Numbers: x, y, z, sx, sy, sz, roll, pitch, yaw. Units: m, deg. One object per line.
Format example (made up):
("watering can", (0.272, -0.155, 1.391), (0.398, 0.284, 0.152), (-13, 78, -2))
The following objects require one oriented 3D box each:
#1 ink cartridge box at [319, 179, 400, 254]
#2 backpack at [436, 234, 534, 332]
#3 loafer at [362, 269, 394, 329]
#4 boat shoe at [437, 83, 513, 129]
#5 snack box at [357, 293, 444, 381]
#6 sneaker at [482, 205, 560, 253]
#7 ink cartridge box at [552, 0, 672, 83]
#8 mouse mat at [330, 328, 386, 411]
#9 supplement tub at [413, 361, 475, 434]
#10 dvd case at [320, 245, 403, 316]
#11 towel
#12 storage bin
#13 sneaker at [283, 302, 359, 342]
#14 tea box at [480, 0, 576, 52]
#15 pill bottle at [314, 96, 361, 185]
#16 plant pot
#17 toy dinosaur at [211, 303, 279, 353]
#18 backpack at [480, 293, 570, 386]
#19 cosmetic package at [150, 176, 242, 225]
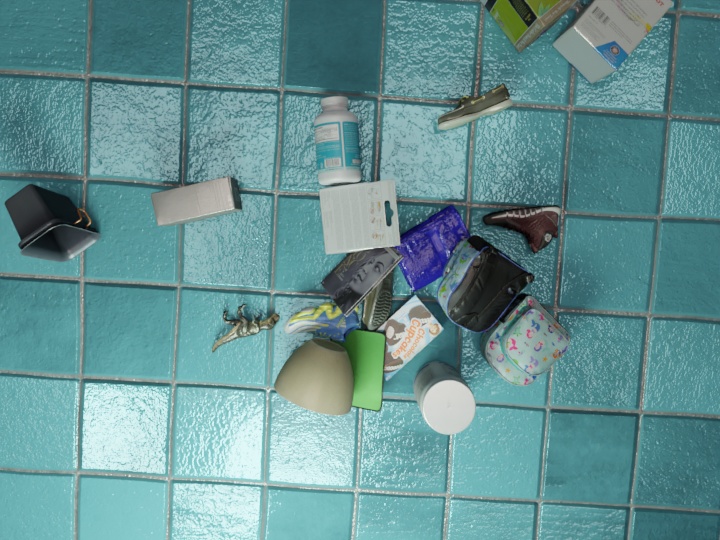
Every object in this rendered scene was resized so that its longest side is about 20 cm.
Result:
("ink cartridge box", (0.000, -0.130, 1.460), (0.196, 0.057, 0.166), (-5, 92, 14))
("backpack", (0.283, 0.036, 1.439), (0.181, 0.147, 0.202), (29, 100, -24))
("loafer", (0.038, 0.047, 1.493), (0.069, 0.075, 0.204), (8, 86, 40))
("boat shoe", (0.277, -0.404, 1.461), (0.198, 0.072, 0.061), (-21, 92, -5))
("snack box", (0.103, 0.171, 1.512), (0.200, 0.037, 0.116), (-43, 92, 3))
("sneaker", (0.409, -0.097, 1.481), (0.196, 0.076, 0.118), (-6, 97, -1))
("ink cartridge box", (0.597, -0.587, 1.412), (0.147, 0.145, 0.200), (42, 93, -3))
("mouse mat", (-0.011, 0.248, 1.500), (0.158, 0.007, 0.204), (6, 96, 25))
("supplement tub", (0.200, 0.305, 1.441), (0.129, 0.200, 0.135), (0, 94, 0))
("dvd case", (0.000, 0.000, 1.458), (0.200, 0.149, 0.016), (-46, 131, 3))
("towel", (0.184, -0.055, 1.493), (0.198, 0.050, 0.149), (-29, 93, 2))
("storage bin", (-0.738, -0.123, 1.418), (0.144, 0.200, 0.135), (-34, 84, 2))
("sneaker", (-0.091, 0.139, 1.476), (0.197, 0.076, 0.106), (-23, 68, 1))
("tea box", (0.390, -0.654, 1.380), (0.133, 0.200, 0.198), (-37, 94, 2))
("pill bottle", (-0.056, -0.315, 1.444), (0.108, 0.111, 0.204), (-4, 94, 0))
("plant pot", (-0.096, 0.244, 1.433), (0.197, 0.200, 0.137), (19, 95, -2))
("toy dinosaur", (-0.308, 0.137, 1.506), (0.197, 0.048, 0.089), (-22, 100, 4))
("backpack", (0.403, 0.182, 1.467), (0.178, 0.151, 0.200), (45, 97, -4))
("cosmetic package", (-0.400, -0.168, 1.454), (0.196, 0.107, 0.092), (-10, 94, -2))
